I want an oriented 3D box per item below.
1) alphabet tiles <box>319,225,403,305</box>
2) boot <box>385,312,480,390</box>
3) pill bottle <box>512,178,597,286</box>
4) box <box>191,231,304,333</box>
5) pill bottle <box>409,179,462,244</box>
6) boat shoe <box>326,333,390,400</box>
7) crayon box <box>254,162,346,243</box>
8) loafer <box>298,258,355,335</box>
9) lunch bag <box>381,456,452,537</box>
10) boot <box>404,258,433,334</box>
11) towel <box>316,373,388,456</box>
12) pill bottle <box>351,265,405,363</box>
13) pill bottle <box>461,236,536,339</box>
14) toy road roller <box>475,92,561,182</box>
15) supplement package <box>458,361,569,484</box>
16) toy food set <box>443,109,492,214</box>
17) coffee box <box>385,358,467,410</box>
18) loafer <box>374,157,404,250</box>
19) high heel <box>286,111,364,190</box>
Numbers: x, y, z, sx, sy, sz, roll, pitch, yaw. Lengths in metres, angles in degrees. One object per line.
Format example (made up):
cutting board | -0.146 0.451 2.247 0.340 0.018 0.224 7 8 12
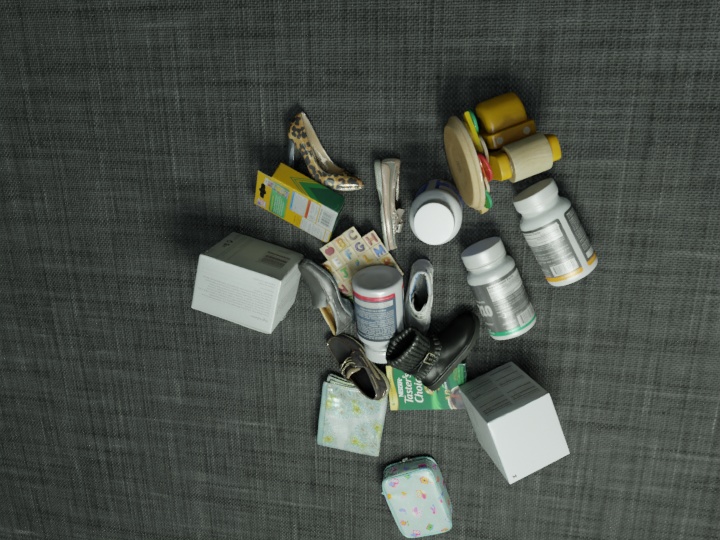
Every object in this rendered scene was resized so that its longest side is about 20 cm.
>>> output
alphabet tiles | 0.000 0.000 1.383 0.164 0.006 0.202 -30 112 18
boot | 0.165 0.156 1.333 0.157 0.079 0.213 37 86 -29
pill bottle | 0.406 -0.081 1.245 0.114 0.117 0.203 -27 100 18
box | -0.253 0.023 1.360 0.195 0.199 0.134 17 110 5
pill bottle | 0.158 -0.119 1.235 0.109 0.200 0.116 3 109 10
boat shoe | -0.010 0.230 1.427 0.199 0.073 0.075 42 108 16
crayon box | -0.138 -0.156 1.327 0.196 0.052 0.126 28 149 1
loafer | -0.085 0.062 1.381 0.201 0.073 0.072 52 150 -18
lunch bag | 0.143 0.581 1.526 0.156 0.077 0.205 -18 103 17
boot | 0.129 0.082 1.360 0.071 0.096 0.206 5 108 9
towel | -0.021 0.370 1.506 0.166 0.048 0.206 11 109 8
pill bottle | 0.045 0.105 1.365 0.116 0.120 0.205 0 118 11
pill bottle | 0.302 0.038 1.304 0.111 0.113 0.204 -22 102 16
toy road roller | 0.292 -0.265 1.163 0.120 0.200 0.150 -20 107 -1
supplement package | 0.337 0.332 1.324 0.147 0.200 0.155 -24 103 -4
toy food set | 0.220 -0.216 1.198 0.047 0.198 0.205 -18 84 -1
coffee box | 0.162 0.276 1.442 0.194 0.044 0.127 -2 107 12
loafer | 0.071 -0.147 1.316 0.061 0.072 0.206 -7 103 5
high heel | -0.075 -0.260 1.302 0.195 0.071 0.146 17 115 14
